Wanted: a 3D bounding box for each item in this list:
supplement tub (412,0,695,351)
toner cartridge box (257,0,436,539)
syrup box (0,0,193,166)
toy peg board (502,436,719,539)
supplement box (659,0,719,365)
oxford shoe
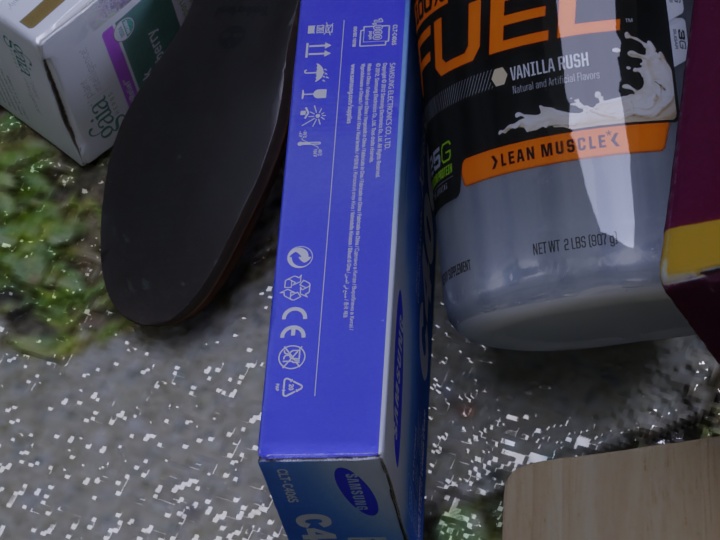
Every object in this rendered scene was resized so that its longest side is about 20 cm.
[{"bbox_3d":[0.080,-0.079,0.743,0.122,0.123,0.201,-7,79,6],"label":"supplement tub"},{"bbox_3d":[0.000,0.000,0.758,0.043,0.095,0.201,-2,57,10],"label":"toner cartridge box"},{"bbox_3d":[-0.158,-0.137,0.887,0.200,0.079,0.081,35,68,28],"label":"syrup box"},{"bbox_3d":[0.149,0.156,0.644,0.198,0.098,0.201,-11,53,22],"label":"toy peg board"},{"bbox_3d":[0.176,-0.059,0.649,0.130,0.103,0.201,-12,49,30],"label":"supplement box"},{"bbox_3d":[-0.041,-0.067,0.831,0.071,0.071,0.201,12,76,30],"label":"oxford shoe"}]
